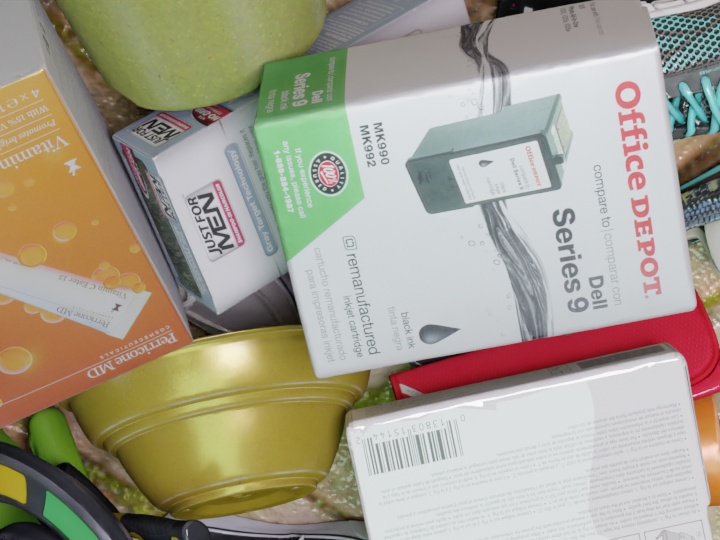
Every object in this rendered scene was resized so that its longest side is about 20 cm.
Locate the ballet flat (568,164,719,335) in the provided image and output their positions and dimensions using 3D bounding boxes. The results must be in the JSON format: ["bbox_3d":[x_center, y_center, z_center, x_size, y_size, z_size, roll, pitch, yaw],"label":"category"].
[{"bbox_3d":[0.190,-0.016,1.001,0.199,0.074,0.074,-25,116,26],"label":"ballet flat"}]

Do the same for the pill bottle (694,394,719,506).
[{"bbox_3d":[0.127,0.119,1.073,0.198,0.107,0.107,-6,121,10],"label":"pill bottle"}]

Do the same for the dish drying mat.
[{"bbox_3d":[0.120,0.067,1.035,0.198,0.077,0.018,-17,142,1],"label":"dish drying mat"}]

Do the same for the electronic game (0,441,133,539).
[{"bbox_3d":[-0.192,0.188,1.016,0.199,0.042,0.202,19,127,27],"label":"electronic game"}]

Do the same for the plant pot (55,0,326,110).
[{"bbox_3d":[-0.102,-0.192,0.872,0.198,0.201,0.185,-9,132,11],"label":"plant pot"}]

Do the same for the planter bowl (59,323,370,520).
[{"bbox_3d":[-0.077,0.100,1.027,0.199,0.200,0.084,-15,75,14],"label":"planter bowl"}]

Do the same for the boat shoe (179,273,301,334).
[{"bbox_3d":[-0.116,-0.004,1.043,0.200,0.070,0.071,40,117,-17],"label":"boat shoe"}]

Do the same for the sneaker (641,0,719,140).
[{"bbox_3d":[0.182,-0.103,0.904,0.199,0.091,0.078,-28,128,-3],"label":"sneaker"}]

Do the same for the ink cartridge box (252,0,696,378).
[{"bbox_3d":[0.059,-0.043,0.857,0.198,0.084,0.147,-11,115,7],"label":"ink cartridge box"}]

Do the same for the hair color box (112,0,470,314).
[{"bbox_3d":[-0.025,-0.073,0.936,0.199,0.061,0.100,-32,120,-19],"label":"hair color box"}]

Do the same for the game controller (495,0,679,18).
[{"bbox_3d":[0.127,-0.130,0.966,0.103,0.042,0.202,17,122,13],"label":"game controller"}]

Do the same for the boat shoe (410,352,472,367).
[{"bbox_3d":[0.000,0.000,1.036,0.072,0.065,0.200,-31,115,19],"label":"boat shoe"}]

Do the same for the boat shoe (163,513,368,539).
[{"bbox_3d":[-0.049,0.211,1.170,0.197,0.068,0.074,12,122,-2],"label":"boat shoe"}]

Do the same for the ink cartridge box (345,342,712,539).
[{"bbox_3d":[0.104,0.150,0.994,0.198,0.045,0.178,-12,96,0],"label":"ink cartridge box"}]

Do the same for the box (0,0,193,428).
[{"bbox_3d":[-0.186,-0.033,0.904,0.123,0.098,0.201,-24,132,0],"label":"box"}]

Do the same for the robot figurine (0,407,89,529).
[{"bbox_3d":[-0.259,0.167,1.137,0.175,0.116,0.200,-37,112,15],"label":"robot figurine"}]

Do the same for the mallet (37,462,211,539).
[{"bbox_3d":[-0.134,0.158,1.019,0.199,0.041,0.066,3,136,54],"label":"mallet"}]
